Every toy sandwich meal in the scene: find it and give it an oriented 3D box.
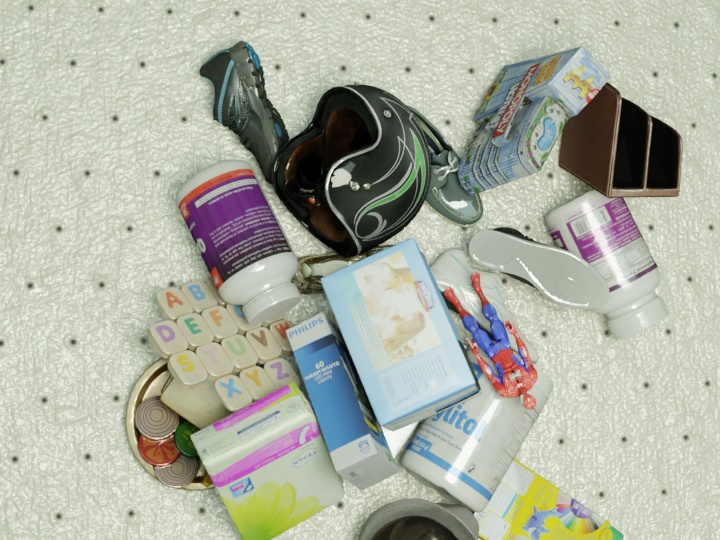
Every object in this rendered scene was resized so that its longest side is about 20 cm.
[{"bbox_3d":[-0.209,0.188,1.589,0.203,0.070,0.207,1,84,-9],"label":"toy sandwich meal"}]

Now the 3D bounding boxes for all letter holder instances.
[{"bbox_3d":[0.349,-0.189,1.638,0.100,0.200,0.143,-1,106,-9],"label":"letter holder"}]

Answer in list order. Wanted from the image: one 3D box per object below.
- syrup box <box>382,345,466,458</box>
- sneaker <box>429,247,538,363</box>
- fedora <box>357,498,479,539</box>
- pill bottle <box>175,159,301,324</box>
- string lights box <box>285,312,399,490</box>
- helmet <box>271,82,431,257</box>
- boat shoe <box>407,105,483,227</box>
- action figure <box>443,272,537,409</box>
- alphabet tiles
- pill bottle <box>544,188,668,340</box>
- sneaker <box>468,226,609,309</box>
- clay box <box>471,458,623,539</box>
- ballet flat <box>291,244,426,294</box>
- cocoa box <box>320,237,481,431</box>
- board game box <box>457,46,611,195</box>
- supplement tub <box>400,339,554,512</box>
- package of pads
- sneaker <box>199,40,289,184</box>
[{"bbox_3d":[0.051,0.164,1.631,0.081,0.079,0.201,34,80,-4],"label":"syrup box"},{"bbox_3d":[0.177,0.049,1.670,0.200,0.070,0.080,43,73,-4],"label":"sneaker"},{"bbox_3d":[0.091,0.362,1.583,0.177,0.090,0.200,46,122,4],"label":"fedora"},{"bbox_3d":[-0.154,-0.036,1.586,0.112,0.113,0.201,-24,78,-11],"label":"pill bottle"},{"bbox_3d":[-0.024,0.165,1.535,0.059,0.103,0.201,-25,63,7],"label":"string lights box"},{"bbox_3d":[0.001,-0.137,1.597,0.200,0.200,0.191,42,73,-3],"label":"helmet"},{"bbox_3d":[0.102,-0.145,1.681,0.073,0.062,0.201,-37,91,-11],"label":"boat shoe"},{"bbox_3d":[0.172,0.095,1.561,0.065,0.052,0.201,-27,60,-3],"label":"action figure"},{"bbox_3d":[-0.169,0.087,1.571,0.199,0.015,0.196,-16,60,-40],"label":"alphabet tiles"},{"bbox_3d":[0.344,-0.011,1.682,0.112,0.112,0.201,-26,89,-11],"label":"pill bottle"},{"bbox_3d":[0.246,-0.010,1.662,0.199,0.099,0.071,23,102,6],"label":"sneaker"},{"bbox_3d":[0.248,0.352,1.659,0.199,0.048,0.115,35,80,-6],"label":"clay box"},{"bbox_3d":[0.000,0.000,1.642,0.198,0.075,0.068,-5,84,-10],"label":"ballet flat"},{"bbox_3d":[0.053,0.083,1.527,0.133,0.131,0.201,-24,77,4],"label":"cocoa box"},{"bbox_3d":[0.227,-0.211,1.613,0.062,0.199,0.201,40,63,-18],"label":"board game box"},{"bbox_3d":[0.154,0.205,1.618,0.131,0.132,0.201,32,80,-5],"label":"supplement tub"},{"bbox_3d":[-0.111,0.248,1.548,0.154,0.201,0.068,-27,45,-11],"label":"package of pads"},{"bbox_3d":[-0.152,-0.204,1.652,0.081,0.073,0.202,-20,86,11],"label":"sneaker"}]
